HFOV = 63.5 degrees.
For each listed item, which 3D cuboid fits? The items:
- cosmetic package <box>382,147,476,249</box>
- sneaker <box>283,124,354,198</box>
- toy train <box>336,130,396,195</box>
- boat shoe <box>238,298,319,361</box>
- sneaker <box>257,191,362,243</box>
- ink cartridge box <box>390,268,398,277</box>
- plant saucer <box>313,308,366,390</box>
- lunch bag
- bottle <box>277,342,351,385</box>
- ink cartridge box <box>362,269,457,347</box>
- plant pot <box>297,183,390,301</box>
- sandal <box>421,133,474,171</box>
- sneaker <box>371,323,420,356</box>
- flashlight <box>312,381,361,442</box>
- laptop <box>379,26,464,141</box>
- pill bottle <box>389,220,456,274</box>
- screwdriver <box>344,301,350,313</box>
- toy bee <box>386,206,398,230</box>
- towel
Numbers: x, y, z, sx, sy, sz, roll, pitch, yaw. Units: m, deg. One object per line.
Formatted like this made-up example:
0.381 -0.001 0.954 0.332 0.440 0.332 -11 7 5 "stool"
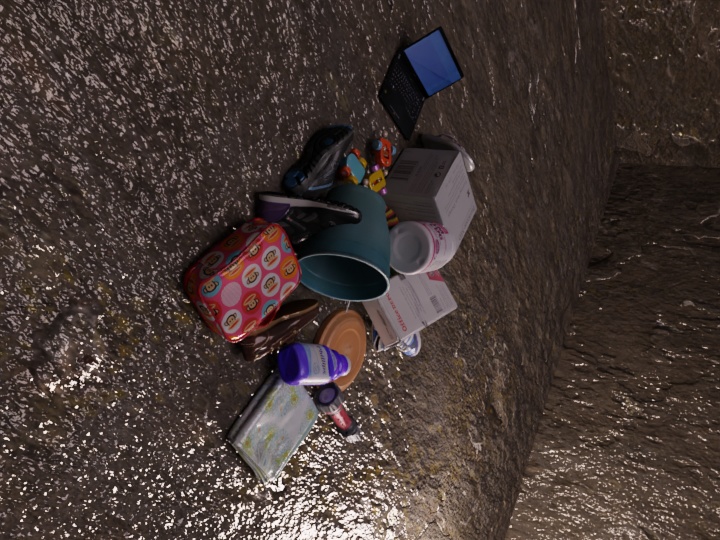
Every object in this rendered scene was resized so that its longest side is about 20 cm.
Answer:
0.174 -0.177 1.475 0.169 0.164 0.201 -60 142 -27 "cosmetic package"
-0.078 -0.216 1.188 0.201 0.073 0.082 -52 141 -20 "sneaker"
0.006 -0.248 1.315 0.199 0.055 0.153 0 85 -51 "toy train"
-0.159 0.115 1.153 0.199 0.070 0.072 -23 111 -42 "boat shoe"
-0.097 -0.093 1.103 0.076 0.196 0.089 -74 172 -78 "sneaker"
0.148 0.042 1.602 0.146 0.047 0.202 -46 131 -40 "ink cartridge box"
-0.043 0.192 1.374 0.199 0.032 0.204 -21 116 -51 "plant saucer"
-0.198 0.024 1.039 0.200 0.081 0.178 -43 132 -27 "lunch bag"
-0.091 0.198 1.226 0.199 0.065 0.085 17 53 -57 "bottle"
0.118 0.079 1.436 0.198 0.085 0.147 -26 84 -31 "ink cartridge box"
-0.024 -0.065 1.209 0.200 0.197 0.191 48 45 -49 "plant pot"
0.228 -0.317 1.489 0.050 0.202 0.083 -41 135 -7 "sandal"
0.082 0.180 1.523 0.146 0.080 0.202 -40 133 -33 "sneaker"
-0.047 0.338 1.358 0.068 0.067 0.201 -86 159 -43 "flashlight"
0.154 -0.451 1.427 0.177 0.102 0.203 42 64 -51 "laptop"
0.142 -0.054 1.310 0.199 0.112 0.115 -9 106 -64 "pill bottle"
0.000 0.000 1.295 0.028 0.029 0.203 31 71 -70 "screwdriver"
0.069 -0.051 1.406 0.131 0.107 0.203 -119 -141 -73 "toy bee"
-0.174 0.318 1.203 0.201 0.048 0.173 -55 139 -33 "towel"
